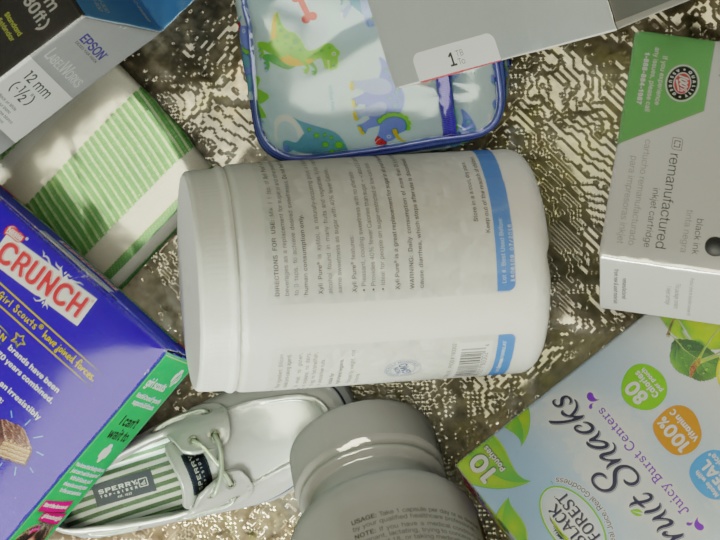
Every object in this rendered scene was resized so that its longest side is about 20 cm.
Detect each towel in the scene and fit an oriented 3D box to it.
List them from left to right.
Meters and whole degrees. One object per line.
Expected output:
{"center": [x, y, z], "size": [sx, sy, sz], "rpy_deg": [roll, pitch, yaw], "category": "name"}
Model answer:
{"center": [-0.199, -0.075, 1.763], "size": [0.200, 0.023, 0.153], "rpy_deg": [45, 100, 3], "category": "towel"}

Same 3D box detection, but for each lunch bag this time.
{"center": [0.008, -0.167, 1.689], "size": [0.160, 0.082, 0.201], "rpy_deg": [-4, 98, 7], "category": "lunch bag"}

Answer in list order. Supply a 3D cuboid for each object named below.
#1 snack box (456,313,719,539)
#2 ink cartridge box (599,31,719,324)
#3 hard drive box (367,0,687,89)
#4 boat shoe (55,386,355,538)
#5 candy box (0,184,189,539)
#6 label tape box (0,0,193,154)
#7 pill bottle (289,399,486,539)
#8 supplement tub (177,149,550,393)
{"center": [0.177, 0.108, 1.663], "size": [0.200, 0.053, 0.142], "rpy_deg": [-38, 68, -4], "category": "snack box"}
{"center": [0.243, -0.044, 1.638], "size": [0.199, 0.084, 0.147], "rpy_deg": [8, 70, 8], "category": "ink cartridge box"}
{"center": [0.122, -0.172, 1.583], "size": [0.156, 0.200, 0.077], "rpy_deg": [-12, 98, 43], "category": "hard drive box"}
{"center": [-0.096, 0.120, 1.748], "size": [0.200, 0.067, 0.074], "rpy_deg": [-25, 93, 11], "category": "boat shoe"}
{"center": [-0.226, 0.070, 1.712], "size": [0.169, 0.077, 0.200], "rpy_deg": [41, 94, 11], "category": "candy box"}
{"center": [-0.206, -0.162, 1.689], "size": [0.200, 0.066, 0.143], "rpy_deg": [-38, 59, 5], "category": "label tape box"}
{"center": [0.020, 0.178, 1.669], "size": [0.114, 0.114, 0.200], "rpy_deg": [-25, 49, 11], "category": "pill bottle"}
{"center": [0.000, 0.000, 1.661], "size": [0.199, 0.132, 0.132], "rpy_deg": [-2, 97, -9], "category": "supplement tub"}
